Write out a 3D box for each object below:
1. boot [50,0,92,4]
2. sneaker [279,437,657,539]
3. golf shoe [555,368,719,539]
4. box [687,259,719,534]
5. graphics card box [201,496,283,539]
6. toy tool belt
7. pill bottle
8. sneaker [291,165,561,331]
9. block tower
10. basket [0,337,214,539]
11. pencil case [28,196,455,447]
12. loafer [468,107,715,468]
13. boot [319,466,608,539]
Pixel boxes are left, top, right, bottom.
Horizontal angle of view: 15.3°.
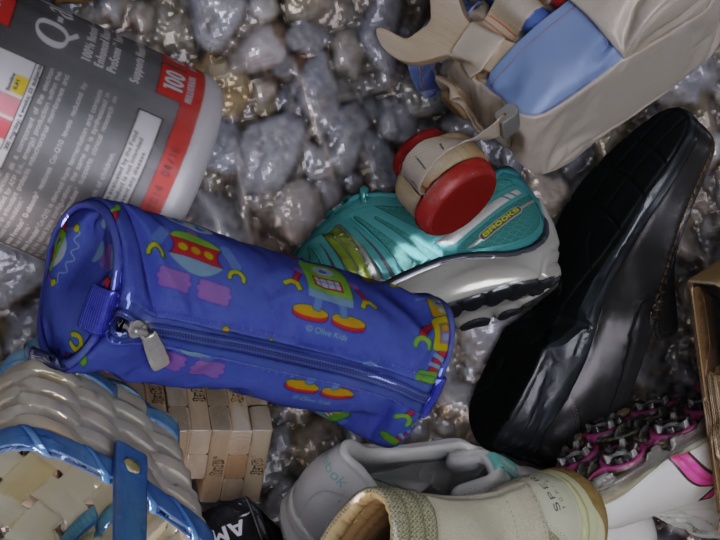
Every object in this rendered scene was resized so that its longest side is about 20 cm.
[{"bbox_3d":[-0.068,-0.231,1.309,0.200,0.066,0.175,-11,98,-9],"label":"boot"},{"bbox_3d":[0.066,0.118,1.334,0.200,0.089,0.075,6,52,-21],"label":"sneaker"},{"bbox_3d":[0.176,0.101,1.357,0.200,0.073,0.092,-21,101,-42],"label":"golf shoe"},{"bbox_3d":[0.228,0.052,1.354,0.200,0.021,0.164,-28,113,-50],"label":"box"},{"bbox_3d":[-0.034,0.215,1.299,0.051,0.125,0.200,-21,76,2],"label":"graphics card box"},{"bbox_3d":[0.075,-0.115,1.337,0.200,0.125,0.123,-36,64,-12],"label":"toy tool belt"},{"bbox_3d":[-0.176,-0.077,1.276,0.200,0.116,0.116,24,91,-14],"label":"pill bottle"},{"bbox_3d":[0.000,0.000,1.357,0.200,0.078,0.080,-14,72,-7],"label":"sneaker"},{"bbox_3d":[-0.148,0.080,1.322,0.200,0.054,0.058,1,132,-12],"label":"block tower"},{"bbox_3d":[-0.147,0.141,1.199,0.139,0.200,0.176,35,122,-21],"label":"basket"},{"bbox_3d":[-0.052,0.027,1.238,0.200,0.087,0.078,15,110,-29],"label":"pencil case"},{"bbox_3d":[0.132,0.012,1.381,0.072,0.073,0.200,26,100,-22],"label":"loafer"},{"bbox_3d":[0.027,0.188,1.251,0.155,0.072,0.200,1,111,-47],"label":"boot"}]
